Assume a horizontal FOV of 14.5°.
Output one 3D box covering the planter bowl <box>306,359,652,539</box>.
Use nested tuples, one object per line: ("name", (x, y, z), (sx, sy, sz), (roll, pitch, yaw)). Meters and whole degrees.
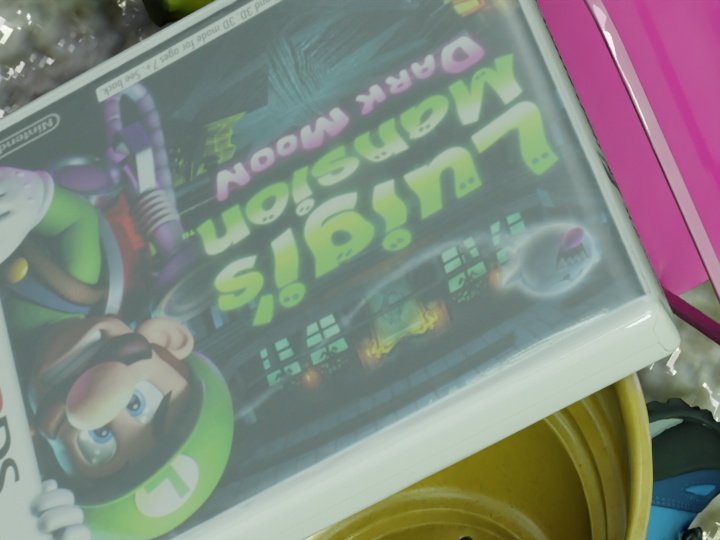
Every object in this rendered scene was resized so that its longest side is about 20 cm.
("planter bowl", (-0.001, 0.089, 0.769), (0.200, 0.083, 0.201), (-16, 51, 20))

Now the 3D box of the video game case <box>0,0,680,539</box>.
("video game case", (-0.030, -0.005, 0.781), (0.200, 0.023, 0.182), (-27, 48, 10))

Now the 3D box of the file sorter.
("file sorter", (0.160, -0.080, 0.874), (0.200, 0.125, 0.139), (-27, 105, -5))

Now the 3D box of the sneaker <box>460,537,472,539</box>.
("sneaker", (0.000, 0.000, 0.891), (0.089, 0.079, 0.201), (-3, 97, 15))

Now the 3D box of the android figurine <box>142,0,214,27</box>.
("android figurine", (0.020, -0.143, 0.912), (0.199, 0.041, 0.183), (-13, 113, -18))

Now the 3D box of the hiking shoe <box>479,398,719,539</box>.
("hiking shoe", (0.054, 0.130, 0.828), (0.087, 0.074, 0.200), (38, 81, 22))
